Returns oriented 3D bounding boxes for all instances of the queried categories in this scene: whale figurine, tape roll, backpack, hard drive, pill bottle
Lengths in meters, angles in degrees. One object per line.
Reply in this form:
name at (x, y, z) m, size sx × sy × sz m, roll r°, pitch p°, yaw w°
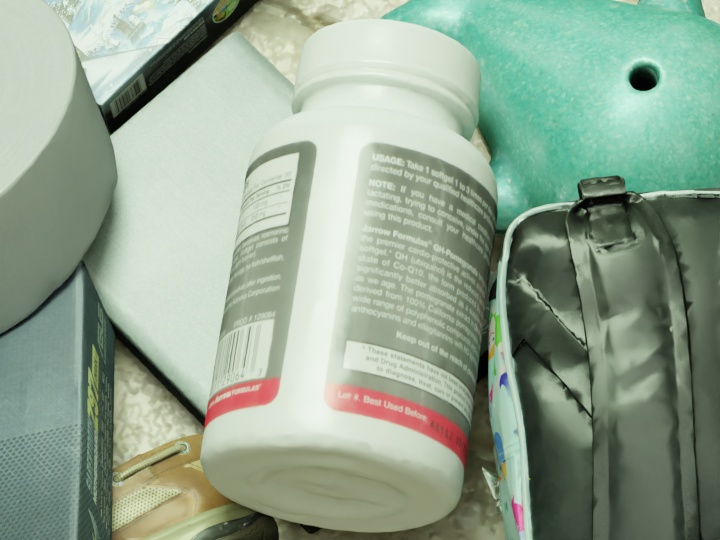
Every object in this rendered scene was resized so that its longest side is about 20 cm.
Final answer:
whale figurine at (0.098, -0.083, 1.183) m, size 0.200 × 0.104 × 0.159 m, roll 40°, pitch 75°, yaw 19°
tape roll at (-0.211, -0.044, 1.163) m, size 0.199 × 0.066 × 0.201 m, roll -10°, pitch 43°, yaw 9°
backpack at (0.139, 0.076, 1.086) m, size 0.176 × 0.151 × 0.201 m, roll -4°, pitch 68°, yaw -1°
hard drive at (-0.039, 0.003, 1.192) m, size 0.139 × 0.033 × 0.200 m, roll -41°, pitch 71°, yaw -14°
pill bottle at (0.000, 0.000, 1.113) m, size 0.110 × 0.111 × 0.201 m, roll 6°, pitch 67°, yaw 6°

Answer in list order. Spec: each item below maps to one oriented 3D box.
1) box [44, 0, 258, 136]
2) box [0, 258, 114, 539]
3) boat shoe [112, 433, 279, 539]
box at (-0.099, -0.177, 1.269) m, size 0.137 × 0.040 × 0.200 m, roll 41°, pitch 74°, yaw 17°
box at (-0.182, 0.089, 1.095) m, size 0.157 × 0.051 × 0.201 m, roll -14°, pitch 37°, yaw 7°
boat shoe at (-0.136, 0.129, 1.128) m, size 0.199 × 0.076 × 0.074 m, roll -19°, pitch 61°, yaw -14°
